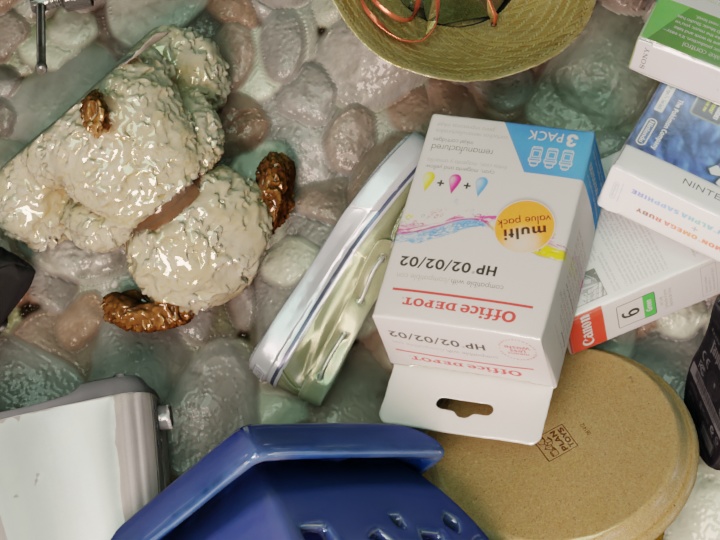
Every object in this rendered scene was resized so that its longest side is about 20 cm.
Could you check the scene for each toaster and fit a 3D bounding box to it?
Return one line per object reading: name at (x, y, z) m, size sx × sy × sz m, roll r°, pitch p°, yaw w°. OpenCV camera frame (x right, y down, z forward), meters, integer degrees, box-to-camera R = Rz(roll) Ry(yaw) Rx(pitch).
toaster at (-0.214, 0.153, 1.414) m, size 0.199 × 0.114 × 0.130 m, roll -13°, pitch 78°, yaw 0°

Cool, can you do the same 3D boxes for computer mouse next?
computer mouse at (0.260, 0.071, 1.349) m, size 0.046 × 0.201 × 0.141 m, roll -8°, pitch 45°, yaw -13°

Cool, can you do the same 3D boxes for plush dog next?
plush dog at (-0.133, -0.053, 1.454) m, size 0.200 × 0.160 × 0.172 m, roll -43°, pitch 100°, yaw -7°

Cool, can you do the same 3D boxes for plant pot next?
plant pot at (-0.034, 0.205, 1.317) m, size 0.200 × 0.199 × 0.181 m, roll -41°, pitch 61°, yaw 35°

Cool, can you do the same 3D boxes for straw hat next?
straw hat at (0.061, -0.200, 1.490) m, size 0.200 × 0.085 × 0.202 m, roll 4°, pitch 67°, yaw -10°

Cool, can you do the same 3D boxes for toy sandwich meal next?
toy sandwich meal at (0.131, 0.140, 1.409) m, size 0.204 × 0.070 × 0.206 m, roll -6°, pitch 47°, yaw 7°

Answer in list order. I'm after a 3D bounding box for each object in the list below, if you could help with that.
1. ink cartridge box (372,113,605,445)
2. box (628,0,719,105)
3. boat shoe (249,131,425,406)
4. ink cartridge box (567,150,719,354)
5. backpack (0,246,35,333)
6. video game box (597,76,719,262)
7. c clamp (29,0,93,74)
ink cartridge box at (0.081, 0.003, 1.381) m, size 0.114 × 0.068 × 0.201 m, roll 7°, pitch 61°, yaw 18°
box at (0.282, -0.184, 1.455) m, size 0.144 × 0.036 × 0.200 m, roll 23°, pitch 51°, yaw 10°
boat shoe at (0.000, 0.000, 1.464) m, size 0.062 × 0.072 × 0.201 m, roll 33°, pitch 91°, yaw 1°
ink cartridge box at (0.151, -0.008, 1.443) m, size 0.199 × 0.050 × 0.109 m, roll -23°, pitch 57°, yaw -1°
backpack at (-0.355, -0.007, 1.460) m, size 0.200 × 0.154 × 0.163 m, roll 40°, pitch 89°, yaw 25°
video game box at (0.278, -0.079, 1.424) m, size 0.181 × 0.047 × 0.200 m, roll 27°, pitch 51°, yaw 8°
c clamp at (-0.146, -0.226, 1.530) m, size 0.199 × 0.027 × 0.172 m, roll -15°, pitch 55°, yaw -1°
